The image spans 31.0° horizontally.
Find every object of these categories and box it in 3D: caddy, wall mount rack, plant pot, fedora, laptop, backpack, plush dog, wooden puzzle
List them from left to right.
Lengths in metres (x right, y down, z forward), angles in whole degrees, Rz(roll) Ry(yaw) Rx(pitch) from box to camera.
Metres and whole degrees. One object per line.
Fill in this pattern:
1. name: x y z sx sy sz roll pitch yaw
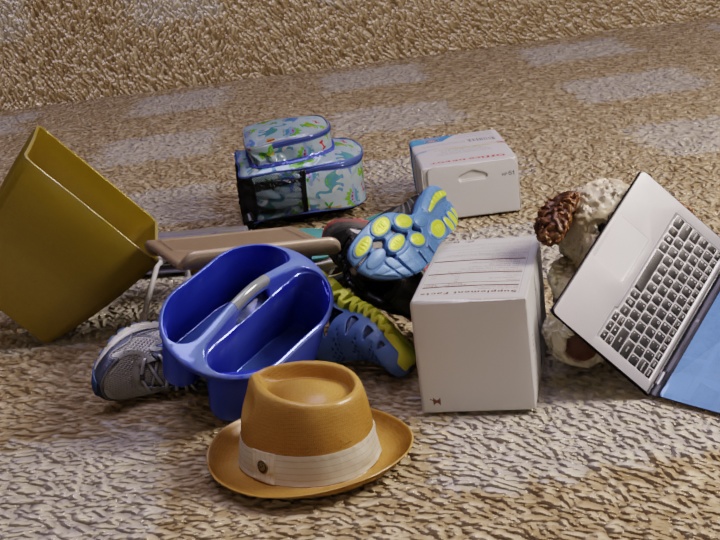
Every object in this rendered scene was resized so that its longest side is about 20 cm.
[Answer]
1. plant pot: -0.382 -0.032 1.610 0.177 0.199 0.200 -48 18 6
2. wall mount rack: -0.198 0.012 1.648 0.197 0.076 0.174 -2 15 14
3. wooden puzzle: -0.137 -0.020 1.479 0.183 0.038 0.200 -6 7 -21
4. caddy: -0.116 0.054 1.320 0.140 0.106 0.200 31 47 19
5. backpack: -0.092 -0.156 1.992 0.197 0.149 0.183 -6 20 -6
6. fedora: -0.050 0.135 1.185 0.198 0.083 0.201 -6 17 2
7. plush dog: 0.253 -0.009 1.337 0.197 0.174 0.160 -5 15 -21
8. laptop: 0.321 0.020 1.226 0.188 0.199 0.116 -53 7 -23

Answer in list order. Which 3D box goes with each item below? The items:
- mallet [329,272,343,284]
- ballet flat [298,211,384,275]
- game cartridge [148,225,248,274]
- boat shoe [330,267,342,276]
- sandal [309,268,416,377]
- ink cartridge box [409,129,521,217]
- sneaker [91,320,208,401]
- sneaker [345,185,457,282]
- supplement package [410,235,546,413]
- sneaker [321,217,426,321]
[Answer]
1. mallet: 0.000 0.000 1.584 0.198 0.042 0.066 -22 2 28
2. ballet flat: -0.029 -0.021 1.617 0.197 0.070 0.070 -13 18 -2
3. game cartridge: -0.263 -0.025 1.841 0.197 0.039 0.130 -4 14 8
4. boat shoe: -0.012 -0.028 1.682 0.199 0.076 0.075 -7 18 0
5. sandal: -0.015 0.073 1.408 0.087 0.080 0.199 -49 38 -9
6. ink cartridge box: 0.156 -0.146 1.965 0.142 0.086 0.200 -8 17 -1
7. sneaker: -0.190 0.093 1.387 0.198 0.078 0.085 -20 27 -33
8. sneaker: 0.038 -0.028 1.366 0.082 0.071 0.199 -34 3 32
9. supplement package: 0.126 0.050 1.323 0.116 0.119 0.200 -3 19 13
10. sneaker: 0.011 -0.010 1.475 0.097 0.071 0.200 18 16 -47
